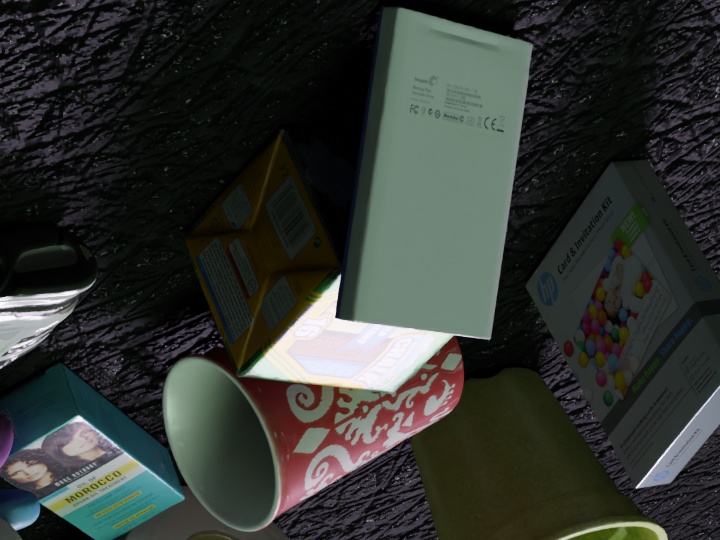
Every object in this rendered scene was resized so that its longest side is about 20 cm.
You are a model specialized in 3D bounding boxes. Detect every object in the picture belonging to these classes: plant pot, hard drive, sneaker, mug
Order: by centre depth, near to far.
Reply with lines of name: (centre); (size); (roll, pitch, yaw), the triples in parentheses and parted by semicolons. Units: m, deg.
sneaker: (-0.276, 0.034, 1.418); (0.199, 0.076, 0.116); (-4, 142, -37)
hard drive: (0.050, -0.061, 1.428); (0.131, 0.202, 0.025); (8, 180, -44)
mug: (-0.043, 0.083, 1.628); (0.199, 0.177, 0.134); (-23, 133, -36)
plant pot: (0.135, 0.193, 1.867); (0.199, 0.185, 0.201); (-18, 150, -11)

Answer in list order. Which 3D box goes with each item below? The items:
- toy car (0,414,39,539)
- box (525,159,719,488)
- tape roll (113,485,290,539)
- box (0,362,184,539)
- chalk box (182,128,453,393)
toy car: (-0.305, 0.151, 1.508); (0.200, 0.175, 0.150); (43, 67, -26)
box: (0.216, 0.040, 1.671); (0.041, 0.201, 0.156); (-4, 144, -32)
tape roll: (-0.144, 0.299, 1.808); (0.202, 0.203, 0.139); (6, 137, -42)
box: (-0.213, 0.143, 1.663); (0.082, 0.049, 0.200); (-29, 150, 6)
chalk box: (0.000, 0.000, 1.524); (0.199, 0.125, 0.124); (12, 134, -45)
